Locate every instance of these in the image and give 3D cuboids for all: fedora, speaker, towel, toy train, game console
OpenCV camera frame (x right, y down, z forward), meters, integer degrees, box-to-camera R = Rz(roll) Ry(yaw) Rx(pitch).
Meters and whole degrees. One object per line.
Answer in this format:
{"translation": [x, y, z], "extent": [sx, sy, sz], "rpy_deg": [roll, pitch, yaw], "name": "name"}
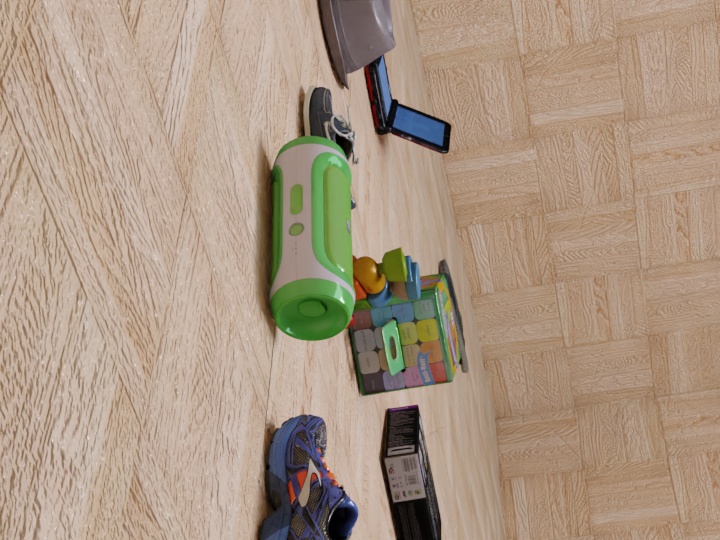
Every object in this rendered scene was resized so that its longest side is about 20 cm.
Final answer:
{"translation": [0.001, -0.357, 2.010], "extent": [0.200, 0.089, 0.179], "rpy_deg": [63, 21, -66], "name": "fedora"}
{"translation": [-0.047, -0.033, 1.368], "extent": [0.089, 0.087, 0.202], "rpy_deg": [71, 13, -50], "name": "speaker"}
{"translation": [0.206, 0.107, 3.184], "extent": [0.194, 0.034, 0.201], "rpy_deg": [-93, 169, -49], "name": "towel"}
{"translation": [0.000, 0.000, 1.547], "extent": [0.200, 0.114, 0.086], "rpy_deg": [56, 26, -72], "name": "toy train"}
{"translation": [0.085, -0.300, 2.439], "extent": [0.200, 0.117, 0.174], "rpy_deg": [-77, 157, -70], "name": "game console"}

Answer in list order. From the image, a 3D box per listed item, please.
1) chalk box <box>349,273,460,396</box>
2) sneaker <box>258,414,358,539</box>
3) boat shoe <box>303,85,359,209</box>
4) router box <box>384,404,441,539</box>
{"translation": [0.056, 0.084, 1.818], "extent": [0.200, 0.122, 0.126], "rpy_deg": [-51, 131, -79], "name": "chalk box"}
{"translation": [-0.038, 0.203, 1.204], "extent": [0.201, 0.077, 0.076], "rpy_deg": [-89, 168, -50], "name": "sneaker"}
{"translation": [-0.035, -0.143, 1.643], "extent": [0.201, 0.061, 0.075], "rpy_deg": [-91, 167, -45], "name": "boat shoe"}
{"translation": [0.075, 0.311, 1.965], "extent": [0.149, 0.050, 0.202], "rpy_deg": [-81, 161, -69], "name": "router box"}
